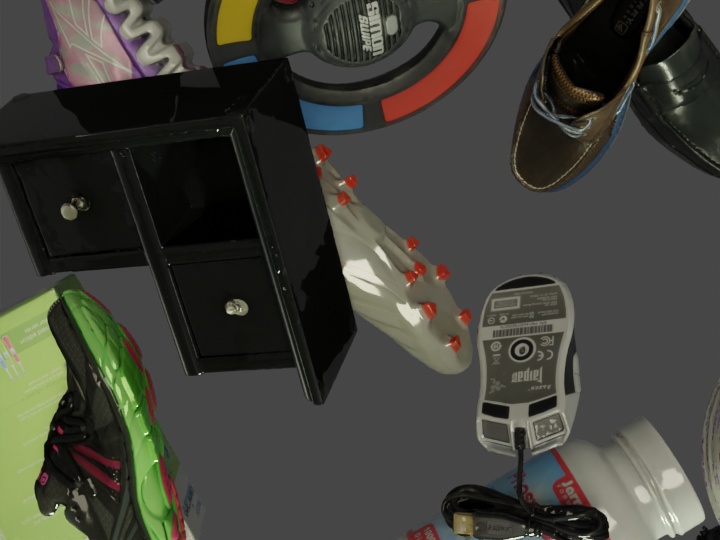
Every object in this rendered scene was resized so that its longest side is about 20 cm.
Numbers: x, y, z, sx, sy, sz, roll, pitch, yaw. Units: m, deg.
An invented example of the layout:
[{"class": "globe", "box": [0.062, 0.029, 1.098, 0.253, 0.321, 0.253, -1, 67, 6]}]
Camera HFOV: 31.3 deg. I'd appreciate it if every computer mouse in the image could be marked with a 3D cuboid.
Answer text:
[{"class": "computer mouse", "box": [0.117, 0.093, 0.872, 0.109, 0.044, 0.201, -7, 54, 24]}]

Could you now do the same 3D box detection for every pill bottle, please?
[{"class": "pill bottle", "box": [0.131, 0.186, 0.891, 0.199, 0.109, 0.109, -31, 97, 1]}]

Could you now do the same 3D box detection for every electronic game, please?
[{"class": "electronic game", "box": [-0.001, -0.164, 0.826, 0.199, 0.042, 0.200, -10, 140, -9]}]

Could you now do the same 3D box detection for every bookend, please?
[{"class": "bookend", "box": [-0.125, -0.017, 0.825, 0.199, 0.092, 0.200, -4, 118, 19]}]

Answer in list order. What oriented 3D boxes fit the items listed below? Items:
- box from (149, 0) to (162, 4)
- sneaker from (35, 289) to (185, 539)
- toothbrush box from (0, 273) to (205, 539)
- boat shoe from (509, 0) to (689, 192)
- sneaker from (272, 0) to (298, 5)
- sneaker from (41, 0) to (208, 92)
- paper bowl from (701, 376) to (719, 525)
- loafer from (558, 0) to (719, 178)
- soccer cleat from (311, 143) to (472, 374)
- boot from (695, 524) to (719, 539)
[{"class": "box", "box": [-0.114, -0.313, 0.806, 0.200, 0.117, 0.197, -34, 86, 1]}, {"class": "sneaker", "box": [-0.164, 0.112, 0.792, 0.083, 0.077, 0.201, -12, 100, -4]}, {"class": "toothbrush box", "box": [-0.217, 0.126, 0.881, 0.145, 0.086, 0.201, -28, 96, 0]}, {"class": "boat shoe", "box": [0.142, -0.126, 0.835, 0.072, 0.072, 0.200, 34, 128, 13]}, {"class": "sneaker", "box": [0.003, -0.222, 0.867, 0.199, 0.077, 0.084, -21, 69, 3]}, {"class": "sneaker", "box": [-0.182, -0.162, 0.857, 0.088, 0.081, 0.200, -36, 98, 10]}, {"class": "paper bowl", "box": [0.342, 0.125, 0.870, 0.200, 0.104, 0.202, 2, 80, -11]}, {"class": "loafer", "box": [0.207, -0.140, 0.876, 0.068, 0.070, 0.201, -41, 97, 3]}, {"class": "soccer cleat", "box": [0.000, 0.000, 0.892, 0.077, 0.069, 0.200, -34, 105, 31]}, {"class": "boot", "box": [0.277, 0.301, 0.924, 0.168, 0.076, 0.201, 26, 88, -9]}]
